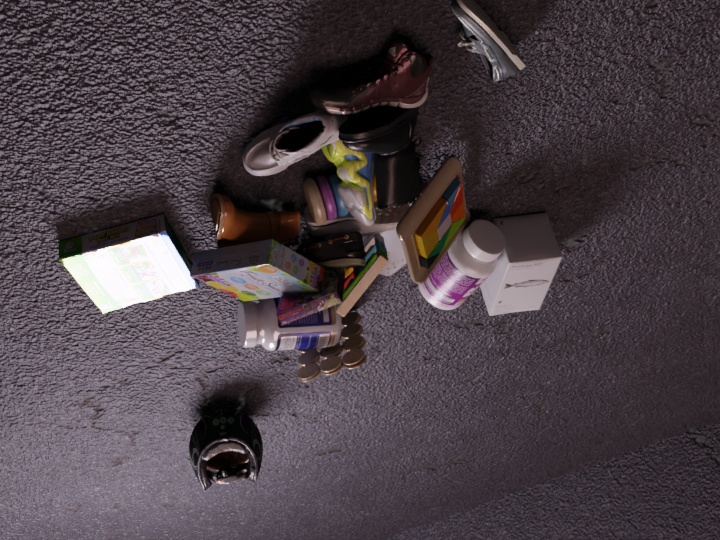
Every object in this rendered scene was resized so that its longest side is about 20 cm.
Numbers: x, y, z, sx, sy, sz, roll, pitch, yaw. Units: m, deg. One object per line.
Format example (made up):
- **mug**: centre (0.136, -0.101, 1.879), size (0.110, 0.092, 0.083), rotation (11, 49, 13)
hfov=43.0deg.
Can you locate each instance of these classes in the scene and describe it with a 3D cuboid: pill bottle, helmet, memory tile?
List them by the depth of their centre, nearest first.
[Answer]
- **pill bottle**: centre (0.206, -0.013, 1.840), size (0.112, 0.113, 0.200), rotation (3, 147, -26)
- **pill bottle**: centre (-0.148, 0.106, 1.888), size (0.199, 0.116, 0.116), rotation (-2, 145, -19)
- **memory tile**: centre (-0.063, 0.161, 1.944), size (0.153, 0.200, 0.017), rotation (-19, 118, 6)
- **helmet**: centre (-0.331, 0.439, 2.251), size (0.199, 0.191, 0.201), rotation (-3, 107, -10)

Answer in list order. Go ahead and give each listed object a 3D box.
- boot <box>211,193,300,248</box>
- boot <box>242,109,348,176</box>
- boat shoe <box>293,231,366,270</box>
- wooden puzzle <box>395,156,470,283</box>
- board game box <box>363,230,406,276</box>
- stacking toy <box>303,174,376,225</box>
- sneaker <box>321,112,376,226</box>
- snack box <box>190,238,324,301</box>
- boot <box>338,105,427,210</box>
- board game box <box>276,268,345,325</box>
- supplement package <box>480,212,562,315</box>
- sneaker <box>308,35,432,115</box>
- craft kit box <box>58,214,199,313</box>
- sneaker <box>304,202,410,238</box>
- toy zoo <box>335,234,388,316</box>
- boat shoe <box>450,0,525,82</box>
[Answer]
- **boot**: centre (-0.183, -0.088, 1.626), size (0.154, 0.074, 0.200), rotation (-9, 159, -7)
- **boot**: centre (-0.119, -0.201, 1.429), size (0.200, 0.074, 0.096), rotation (-24, -179, 25)
- **boat shoe**: centre (-0.075, -0.031, 1.671), size (0.201, 0.063, 0.074), rotation (-8, 171, 37)
- **wooden puzzle**: centre (0.143, -0.086, 1.680), size (0.185, 0.037, 0.200), rotation (-53, 152, -15)
- **board game box**: centre (0.053, -0.072, 1.780), size (0.200, 0.026, 0.200), rotation (20, 134, -42)
- **stacking toy**: centre (0.004, -0.147, 1.609), size (0.199, 0.086, 0.085), rotation (-18, 148, -7)
- **sneaker**: centre (0.008, -0.172, 1.523), size (0.105, 0.076, 0.200), rotation (-35, 128, -17)
- **snack box**: centre (-0.185, 0.003, 1.635), size (0.199, 0.053, 0.142), rotation (-8, 155, 38)
- **boot**: centre (0.039, -0.174, 1.461), size (0.198, 0.073, 0.163), rotation (-36, 132, -48)
- **board game box**: centre (-0.088, 0.031, 1.697), size (0.120, 0.200, 0.032), rotation (-25, 109, 10)
- **supplement package**: centre (0.325, -0.011, 1.895), size (0.116, 0.118, 0.200), rotation (-6, 146, -9)
- **sneaker**: centre (0.021, -0.305, 1.386), size (0.199, 0.076, 0.116), rotation (-11, 144, -25)
- **craft kit box**: centre (-0.420, -0.008, 1.677), size (0.197, 0.049, 0.200), rotation (-17, 147, -1)
- **sneaker**: centre (0.000, -0.093, 1.666), size (0.199, 0.077, 0.081), rotation (0, 143, 13)
- **toy zoo**: centre (0.000, 0.000, 1.694), size (0.020, 0.200, 0.131), rotation (36, 101, -11)
- **boat shoe**: centre (0.182, -0.344, 1.378), size (0.062, 0.073, 0.200), rotation (-34, 148, 21)
